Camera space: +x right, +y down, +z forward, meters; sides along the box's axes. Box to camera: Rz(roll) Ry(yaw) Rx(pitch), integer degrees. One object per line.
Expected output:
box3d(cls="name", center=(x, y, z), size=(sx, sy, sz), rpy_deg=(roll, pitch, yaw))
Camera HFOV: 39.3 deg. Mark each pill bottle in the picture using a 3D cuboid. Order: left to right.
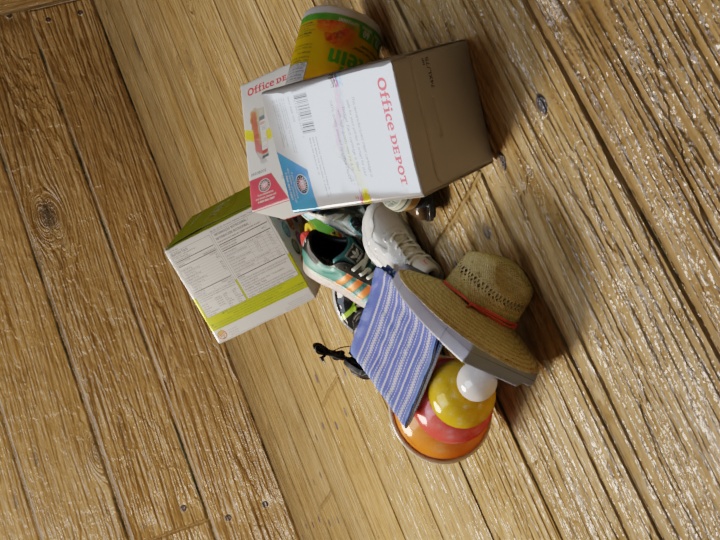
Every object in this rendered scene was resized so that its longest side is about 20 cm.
box3d(cls="pill bottle", center=(-0.044, -0.230, 1.313), size=(0.111, 0.110, 0.201), rpy_deg=(154, 131, -73))

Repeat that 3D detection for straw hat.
box3d(cls="straw hat", center=(0.146, 0.023, 1.159), size=(0.085, 0.200, 0.201), rpy_deg=(-56, 37, 11))

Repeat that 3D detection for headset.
box3d(cls="headset", center=(0.001, 0.116, 1.625), size=(0.200, 0.093, 0.124), rpy_deg=(-30, 42, 58))

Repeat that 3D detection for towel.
box3d(cls="towel", center=(0.043, 0.093, 1.329), size=(0.200, 0.024, 0.146), rpy_deg=(50, 125, 57))

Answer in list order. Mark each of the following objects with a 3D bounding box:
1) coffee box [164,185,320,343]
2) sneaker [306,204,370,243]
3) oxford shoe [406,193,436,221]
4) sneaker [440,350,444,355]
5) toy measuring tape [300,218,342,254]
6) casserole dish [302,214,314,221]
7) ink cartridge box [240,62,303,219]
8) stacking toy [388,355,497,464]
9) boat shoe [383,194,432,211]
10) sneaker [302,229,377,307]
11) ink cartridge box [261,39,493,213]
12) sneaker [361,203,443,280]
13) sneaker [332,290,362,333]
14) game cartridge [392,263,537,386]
box3d(cls="coffee box", center=(-0.196, -0.029, 1.796), size=(0.199, 0.199, 0.200), rpy_deg=(61, -165, -16))
box3d(cls="sneaker", center=(-0.028, -0.080, 1.536), size=(0.199, 0.078, 0.087), rpy_deg=(33, 159, 24))
box3d(cls="oxford shoe", center=(0.037, -0.117, 1.368), size=(0.200, 0.084, 0.073), rpy_deg=(47, 149, 50))
box3d(cls="sneaker", center=(0.085, 0.173, 1.526), size=(0.200, 0.074, 0.085), rpy_deg=(100, 152, -56))
box3d(cls="toy measuring tape", center=(-0.070, -0.053, 1.635), size=(0.200, 0.073, 0.074), rpy_deg=(-170, 63, -74))
box3d(cls="casserole dish", center=(-0.067, -0.146, 1.599), size=(0.121, 0.039, 0.200), rpy_deg=(44, 140, 2))
box3d(cls="ink cartridge box", center=(-0.091, -0.192, 1.469), size=(0.144, 0.083, 0.202), rpy_deg=(-15, 75, 35))
box3d(cls="stacking toy", center=(0.127, 0.160, 1.275), size=(0.147, 0.145, 0.200), rpy_deg=(68, 160, 12))
box3d(cls="boat shoe", center=(0.054, -0.169, 1.292), size=(0.074, 0.062, 0.201), rpy_deg=(-29, 63, 49))
box3d(cls="sneaker", center=(0.000, 0.000, 1.483), size=(0.199, 0.072, 0.080), rpy_deg=(21, 148, 16))
box3d(cls="ink cartridge box", center=(0.020, -0.162, 1.145), size=(0.199, 0.146, 0.148), rpy_deg=(-3, 106, 42))
box3d(cls="sneaker", center=(0.073, -0.012, 1.406), size=(0.201, 0.078, 0.099), rpy_deg=(63, 154, 2))
box3d(cls="sneaker", center=(-0.010, 0.017, 1.668), size=(0.083, 0.071, 0.201), rpy_deg=(14, 121, 68))
box3d(cls="game cartridge", center=(0.120, 0.062, 1.230), size=(0.041, 0.133, 0.200), rpy_deg=(-59, 35, 14))
